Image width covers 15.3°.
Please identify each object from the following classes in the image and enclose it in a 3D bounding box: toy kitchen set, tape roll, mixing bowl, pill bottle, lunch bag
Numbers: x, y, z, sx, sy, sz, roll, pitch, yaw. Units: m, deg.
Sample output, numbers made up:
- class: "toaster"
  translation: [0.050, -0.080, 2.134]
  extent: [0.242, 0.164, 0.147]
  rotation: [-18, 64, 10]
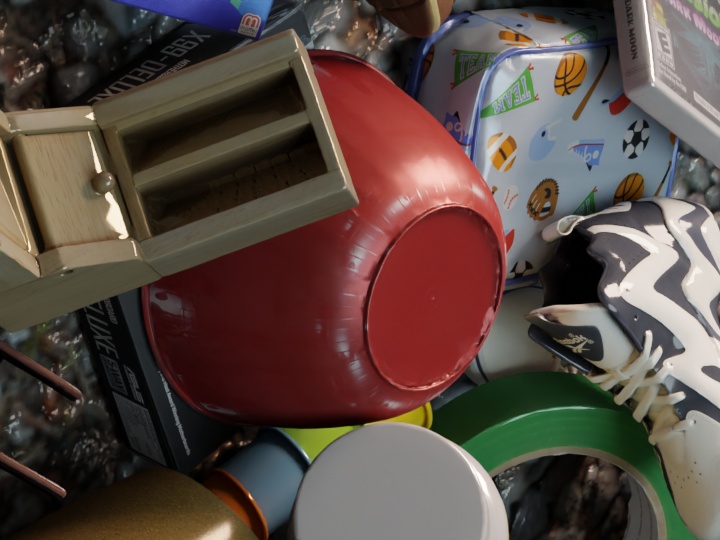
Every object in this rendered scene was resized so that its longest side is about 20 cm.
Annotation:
- class: "toy kitchen set"
  translation: [-0.124, -0.091, 1.150]
  extent: [0.180, 0.163, 0.200]
  rotation: [-20, 168, 4]
- class: "tape roll"
  translation: [0.101, 0.158, 1.558]
  extent: [0.200, 0.048, 0.201]
  rotation: [-7, 116, -15]
- class: "mixing bowl"
  translation: [0.000, 0.000, 1.332]
  extent: [0.200, 0.108, 0.200]
  rotation: [-20, 120, -39]
- class: "pill bottle"
  translation: [0.021, 0.145, 1.379]
  extent: [0.114, 0.114, 0.200]
  rotation: [-56, 168, -12]
- class: "lunch bag"
  translation: [0.096, -0.065, 1.503]
  extent: [0.200, 0.076, 0.161]
  rotation: [-9, 115, -44]

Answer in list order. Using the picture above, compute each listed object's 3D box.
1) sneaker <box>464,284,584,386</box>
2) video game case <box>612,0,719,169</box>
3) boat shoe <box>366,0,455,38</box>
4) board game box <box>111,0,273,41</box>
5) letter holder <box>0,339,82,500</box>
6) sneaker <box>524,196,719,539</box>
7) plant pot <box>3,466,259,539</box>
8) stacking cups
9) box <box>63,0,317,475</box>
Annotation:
- class: "sneaker"
  translation: [0.129, 0.059, 1.587]
  extent: [0.200, 0.071, 0.073]
  rotation: [30, 84, -48]
- class: "video game case"
  translation: [0.200, -0.142, 1.536]
  extent: [0.200, 0.023, 0.182]
  rotation: [30, 47, -47]
- class: "boat shoe"
  translation: [0.012, -0.206, 1.317]
  extent: [0.068, 0.072, 0.200]
  rotation: [-41, 129, -23]
- class: "board game box"
  translation: [-0.085, -0.218, 1.200]
  extent: [0.152, 0.045, 0.200]
  rotation: [13, 106, -25]
- class: "letter holder"
  translation: [-0.209, 0.057, 1.191]
  extent: [0.200, 0.142, 0.101]
  rotation: [38, 79, -46]
- class: "sneaker"
  translation: [0.148, 0.054, 1.467]
  extent: [0.129, 0.079, 0.200]
  rotation: [1, 78, -35]
- class: "plant pot"
  translation: [-0.136, 0.196, 1.298]
  extent: [0.200, 0.186, 0.187]
  rotation: [-45, 133, -25]
- class: "stacking cups"
  translation: [-0.051, 0.120, 1.445]
  extent: [0.200, 0.060, 0.061]
  rotation: [-38, 130, -25]
- class: "box"
  translation: [-0.076, -0.020, 1.362]
  extent: [0.158, 0.050, 0.200]
  rotation: [-37, 130, -30]
